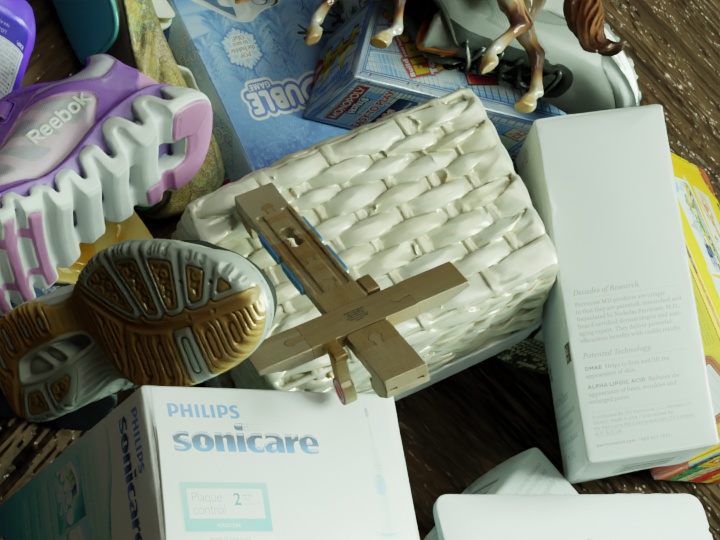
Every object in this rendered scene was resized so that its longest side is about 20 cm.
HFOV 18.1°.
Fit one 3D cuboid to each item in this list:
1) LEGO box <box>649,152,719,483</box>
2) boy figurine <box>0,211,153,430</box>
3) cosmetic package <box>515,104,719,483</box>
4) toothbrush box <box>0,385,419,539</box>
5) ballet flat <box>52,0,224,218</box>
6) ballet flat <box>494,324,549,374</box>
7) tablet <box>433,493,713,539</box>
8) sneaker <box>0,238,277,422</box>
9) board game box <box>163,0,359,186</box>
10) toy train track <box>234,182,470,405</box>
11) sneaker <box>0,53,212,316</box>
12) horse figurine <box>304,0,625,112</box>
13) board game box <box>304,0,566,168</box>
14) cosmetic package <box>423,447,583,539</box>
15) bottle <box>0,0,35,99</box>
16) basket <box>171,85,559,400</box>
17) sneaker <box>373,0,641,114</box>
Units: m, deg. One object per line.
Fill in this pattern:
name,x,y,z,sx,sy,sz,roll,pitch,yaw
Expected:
LEGO box,0.203,0.028,1.438,0.149,0.077,0.201,15,52,-64
boy figurine,-0.160,-0.012,1.260,0.124,0.064,0.201,15,60,-21
cosmetic package,0.147,0.014,1.313,0.080,0.113,0.202,-9,79,-4
toothbrush box,-0.085,0.133,1.140,0.146,0.200,0.086,5,62,-33
ballet flat,-0.132,-0.127,1.343,0.070,0.071,0.201,-13,79,-39
ballet flat,0.085,0.017,1.405,0.199,0.075,0.068,17,58,-27
tablet,0.134,0.189,1.291,0.199,0.014,0.131,4,63,-34
sneaker,-0.100,0.018,1.118,0.087,0.199,0.076,-23,96,-44
board game box,-0.043,-0.159,1.435,0.199,0.043,0.200,-18,77,-40
toy train track,-0.016,0.015,1.138,0.114,0.033,0.200,-22,35,-14
sneaker,-0.175,-0.050,1.199,0.088,0.081,0.200,40,59,23
horse figurine,0.056,-0.169,1.294,0.199,0.050,0.133,16,62,-1
board game box,0.046,-0.157,1.427,0.199,0.062,0.201,-4,70,-38
cosmetic package,0.125,0.214,1.327,0.200,0.074,0.102,50,49,-3
bottle,-0.239,-0.074,1.238,0.083,0.065,0.201,22,54,-16
basket,0.000,0.000,1.278,0.199,0.123,0.136,-24,78,-14
sneaker,0.080,-0.141,1.364,0.200,0.074,0.080,35,60,-7
